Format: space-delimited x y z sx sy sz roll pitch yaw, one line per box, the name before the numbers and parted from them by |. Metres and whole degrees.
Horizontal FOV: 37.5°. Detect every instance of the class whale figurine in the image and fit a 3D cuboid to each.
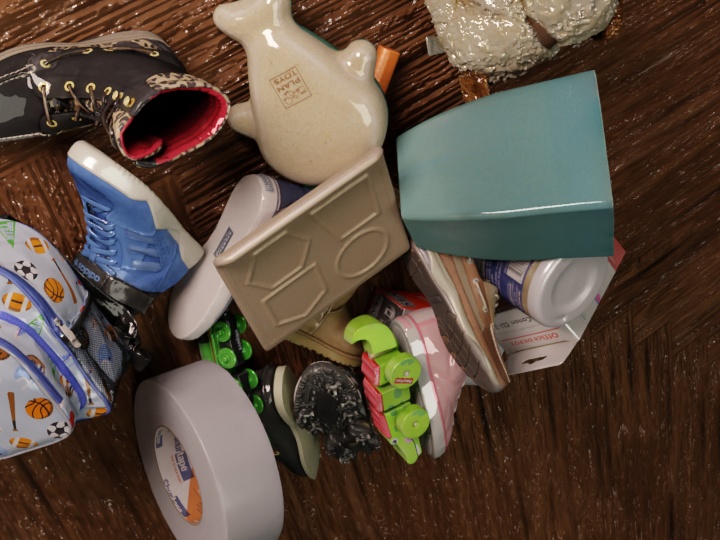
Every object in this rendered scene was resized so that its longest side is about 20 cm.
whale figurine | -0.056 -0.180 1.003 0.159 0.104 0.200 -26 113 17

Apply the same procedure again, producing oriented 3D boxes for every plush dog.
plush dog | 0.167 -0.257 1.044 0.172 0.161 0.200 -24 144 30

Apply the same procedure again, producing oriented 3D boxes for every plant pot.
plant pot | 0.142 -0.091 1.051 0.199 0.142 0.141 -6 160 11

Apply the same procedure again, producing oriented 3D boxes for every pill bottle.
pill bottle | 0.169 -0.030 1.189 0.111 0.200 0.111 -22 130 -29

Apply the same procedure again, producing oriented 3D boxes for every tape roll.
tape roll | -0.155 0.194 1.063 0.066 0.200 0.201 -19 126 -30

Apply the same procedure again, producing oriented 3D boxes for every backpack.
backpack | -0.309 0.058 0.876 0.200 0.154 0.191 -20 114 10

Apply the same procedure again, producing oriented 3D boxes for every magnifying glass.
magnifying glass | -0.006 -0.138 1.114 0.079 0.022 0.200 7 112 -42

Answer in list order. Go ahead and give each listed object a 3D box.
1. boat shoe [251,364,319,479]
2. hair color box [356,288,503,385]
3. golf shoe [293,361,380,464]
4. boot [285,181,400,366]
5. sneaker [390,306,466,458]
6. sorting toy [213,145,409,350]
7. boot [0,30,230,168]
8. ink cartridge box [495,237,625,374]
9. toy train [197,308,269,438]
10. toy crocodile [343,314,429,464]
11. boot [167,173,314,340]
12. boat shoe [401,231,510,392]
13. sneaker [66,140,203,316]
boat shoe | -0.090 0.175 1.207 0.063 0.074 0.202 -5 141 13
hair color box | 0.091 0.084 1.296 0.200 0.061 0.102 7 111 -42
golf shoe | -0.035 0.141 1.198 0.078 0.095 0.200 -17 145 1
boot | 0.000 0.000 1.153 0.175 0.066 0.200 24 102 -52
sneaker | 0.102 0.124 1.230 0.104 0.075 0.201 -23 123 -20
sorting toy | -0.043 -0.020 1.021 0.185 0.036 0.200 -35 153 -9
boot | -0.216 -0.131 0.852 0.200 0.151 0.073 -20 127 -29
ink cartridge box | 0.224 0.031 1.275 0.068 0.116 0.200 49 52 -17
toy train | -0.134 0.136 1.110 0.042 0.056 0.201 -27 110 -58
toy crocodile | 0.031 0.134 1.177 0.062 0.068 0.200 -24 126 -17
boot | -0.110 -0.004 1.048 0.090 0.073 0.200 9 128 -42
boat shoe | 0.118 0.037 1.138 0.072 0.076 0.200 -30 101 -18
sneaker | -0.224 -0.025 0.946 0.111 0.077 0.200 -50 154 -10
